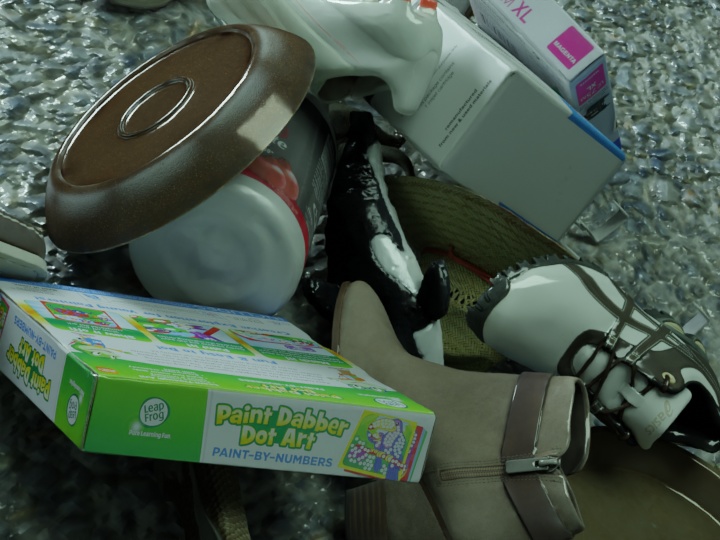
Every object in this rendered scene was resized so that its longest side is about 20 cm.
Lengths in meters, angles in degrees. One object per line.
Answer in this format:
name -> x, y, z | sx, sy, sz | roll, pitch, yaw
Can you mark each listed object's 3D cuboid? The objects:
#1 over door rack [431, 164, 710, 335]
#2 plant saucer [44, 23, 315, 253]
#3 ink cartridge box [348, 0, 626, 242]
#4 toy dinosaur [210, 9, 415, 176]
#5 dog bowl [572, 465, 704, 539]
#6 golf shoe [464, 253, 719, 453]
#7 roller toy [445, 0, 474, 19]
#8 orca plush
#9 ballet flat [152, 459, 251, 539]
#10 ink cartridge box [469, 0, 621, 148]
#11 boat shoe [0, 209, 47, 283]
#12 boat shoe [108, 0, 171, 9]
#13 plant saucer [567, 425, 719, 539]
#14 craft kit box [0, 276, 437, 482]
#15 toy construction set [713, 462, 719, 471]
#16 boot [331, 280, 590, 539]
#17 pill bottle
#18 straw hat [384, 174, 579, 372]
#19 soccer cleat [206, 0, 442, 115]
over door rack -> 0.147, -0.014, 1.403 | 0.199, 0.067, 0.148 | 23, 25, -40
plant saucer -> -0.118, -0.090, 1.168 | 0.032, 0.199, 0.201 | 54, 23, -28
ink cartridge box -> 0.063, -0.123, 1.291 | 0.146, 0.084, 0.200 | 29, 13, -46
toy dinosaur -> -0.031, -0.110, 1.390 | 0.102, 0.077, 0.201 | -12, 58, -33
dog bowl -> 0.128, 0.156, 1.186 | 0.199, 0.050, 0.112 | 26, 34, -10
golf shoe -> 0.155, 0.055, 1.164 | 0.199, 0.078, 0.095 | 20, 27, -34
roller toy -> 0.048, -0.247, 1.516 | 0.139, 0.200, 0.183 | 34, 44, 1
orca plush -> 0.000, 0.000, 1.206 | 0.071, 0.201, 0.105 | -9, 8, -35
ballet flat -> -0.070, 0.147, 1.020 | 0.046, 0.068, 0.200 | 5, 35, -24
ink cartridge box -> 0.136, -0.144, 1.392 | 0.119, 0.042, 0.200 | 50, -6, 22
boat shoe -> -0.269, -0.041, 1.075 | 0.199, 0.072, 0.060 | 15, 61, -18
boat shoe -> -0.144, -0.252, 1.459 | 0.076, 0.072, 0.200 | 45, 35, 17
plant saucer -> 0.185, 0.176, 1.138 | 0.199, 0.030, 0.201 | 22, 35, -16
craft kit box -> -0.091, 0.058, 1.048 | 0.199, 0.049, 0.197 | 9, 7, -29
toy construction set -> 0.295, 0.169, 1.235 | 0.092, 0.131, 0.200 | -1, 46, -40
boot -> 0.060, 0.084, 1.113 | 0.070, 0.145, 0.201 | 43, 38, -57
pill bottle -> -0.075, -0.061, 1.238 | 0.110, 0.111, 0.200 | 27, 33, -9
straw hat -> 0.070, 0.026, 1.260 | 0.201, 0.201, 0.085 | 34, 75, 2
soccer cleat -> -0.032, -0.150, 1.236 | 0.199, 0.078, 0.069 | 17, 6, 40
